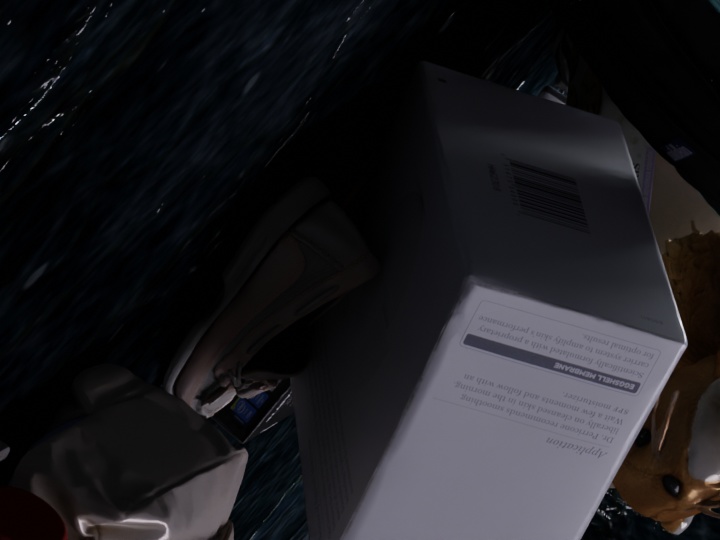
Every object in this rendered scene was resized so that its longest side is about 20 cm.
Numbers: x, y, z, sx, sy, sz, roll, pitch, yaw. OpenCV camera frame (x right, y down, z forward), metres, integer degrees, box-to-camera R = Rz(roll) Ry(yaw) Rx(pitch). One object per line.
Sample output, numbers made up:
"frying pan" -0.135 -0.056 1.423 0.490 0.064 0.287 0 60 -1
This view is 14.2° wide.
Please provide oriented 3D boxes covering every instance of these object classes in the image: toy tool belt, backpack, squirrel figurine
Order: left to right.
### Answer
"toy tool belt" -0.138 0.135 1.327 0.123 0.125 0.200 -60 166 26
"backpack" 0.179 -0.139 1.394 0.154 0.200 0.176 -52 -170 -12
"squirrel figurine" 0.208 0.052 1.479 0.186 0.142 0.200 -37 -163 12

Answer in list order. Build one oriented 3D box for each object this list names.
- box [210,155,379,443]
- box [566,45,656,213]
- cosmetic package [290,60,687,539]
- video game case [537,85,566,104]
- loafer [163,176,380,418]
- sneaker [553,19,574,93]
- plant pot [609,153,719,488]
"box" 0.000 0.000 1.651 0.200 0.049 0.160 -50 174 19
"box" 0.136 -0.089 1.544 0.041 0.038 0.201 8 -89 64
"cosmetic package" 0.057 0.041 1.454 0.200 0.122 0.201 -99 -150 -54
"video game case" 0.054 -0.004 1.854 0.181 0.025 0.200 -56 -179 -39
"loafer" -0.047 0.030 1.492 0.072 0.063 0.200 -41 170 -36
"sneaker" 0.172 -0.174 1.646 0.200 0.079 0.130 -61 -171 -9
"plant pot" 0.111 0.033 1.640 0.134 0.201 0.201 -8 145 -45
